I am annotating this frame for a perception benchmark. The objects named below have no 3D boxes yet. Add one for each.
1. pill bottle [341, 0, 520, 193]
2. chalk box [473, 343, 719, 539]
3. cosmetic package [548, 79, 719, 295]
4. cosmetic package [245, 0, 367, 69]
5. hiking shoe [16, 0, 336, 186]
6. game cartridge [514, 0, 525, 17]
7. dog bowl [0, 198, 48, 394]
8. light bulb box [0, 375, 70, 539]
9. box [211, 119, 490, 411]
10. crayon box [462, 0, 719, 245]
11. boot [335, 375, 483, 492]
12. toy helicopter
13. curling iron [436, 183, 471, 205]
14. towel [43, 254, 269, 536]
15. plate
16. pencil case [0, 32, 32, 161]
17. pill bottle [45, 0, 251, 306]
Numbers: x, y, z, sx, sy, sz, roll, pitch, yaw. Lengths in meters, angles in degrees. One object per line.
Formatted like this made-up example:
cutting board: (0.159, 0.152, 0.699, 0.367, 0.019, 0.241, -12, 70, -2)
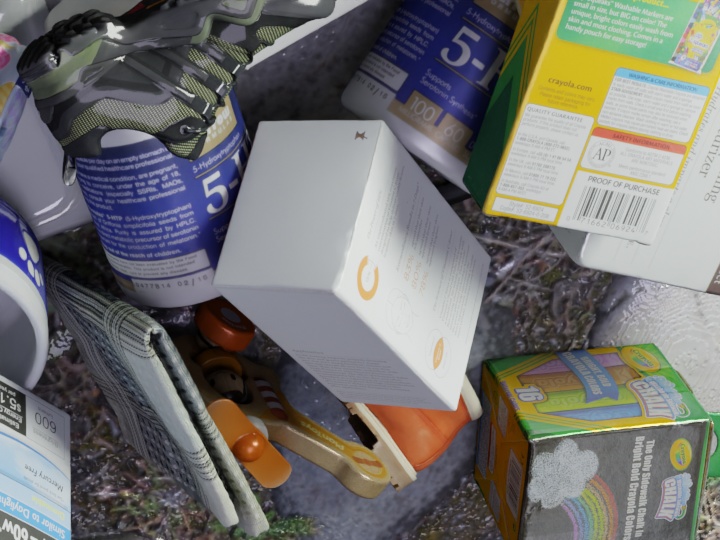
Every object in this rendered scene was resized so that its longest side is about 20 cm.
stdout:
pill bottle: (0.087, -0.165, 1.167, 0.119, 0.120, 0.201, 31, 94, -28)
chalk box: (0.205, 0.143, 1.379, 0.198, 0.124, 0.125, -4, 119, -14)
cosmetic package: (0.241, -0.092, 1.229, 0.198, 0.165, 0.166, 11, 115, -20)
cosmetic package: (-0.016, -0.229, 1.118, 0.199, 0.108, 0.085, -30, 120, 4)
hiking shoe: (-0.103, -0.124, 1.042, 0.198, 0.076, 0.101, -19, 116, -6)
game cartridge: (0.165, -0.258, 1.105, 0.199, 0.032, 0.178, -30, 111, -27)
dog bowl: (-0.313, 0.026, 1.163, 0.198, 0.079, 0.201, -6, 139, -5)
light bulb box: (-0.297, 0.162, 1.107, 0.124, 0.201, 0.198, -30, 137, 24)
box: (0.000, 0.000, 1.166, 0.097, 0.125, 0.200, 3, 155, 28)
crayon box: (0.156, -0.124, 1.063, 0.125, 0.052, 0.201, 10, 116, -20)
boot: (0.023, 0.072, 1.325, 0.107, 0.075, 0.201, -34, 127, -3)
toy helicopter: (-0.063, 0.114, 1.265, 0.199, 0.132, 0.079, 32, 108, -12)
curling iron: (0.005, -0.031, 1.285, 0.199, 0.026, 0.050, -25, 143, -6)
towel: (-0.155, 0.093, 1.216, 0.034, 0.192, 0.201, -38, 124, -20)
plate: (-0.282, -0.084, 1.173, 0.198, 0.032, 0.201, -21, 122, -2)
pencil case: (-0.305, -0.133, 1.078, 0.199, 0.091, 0.083, 24, 147, -5)
pill bottle: (-0.137, -0.089, 1.148, 0.119, 0.120, 0.201, -19, 122, -4)
